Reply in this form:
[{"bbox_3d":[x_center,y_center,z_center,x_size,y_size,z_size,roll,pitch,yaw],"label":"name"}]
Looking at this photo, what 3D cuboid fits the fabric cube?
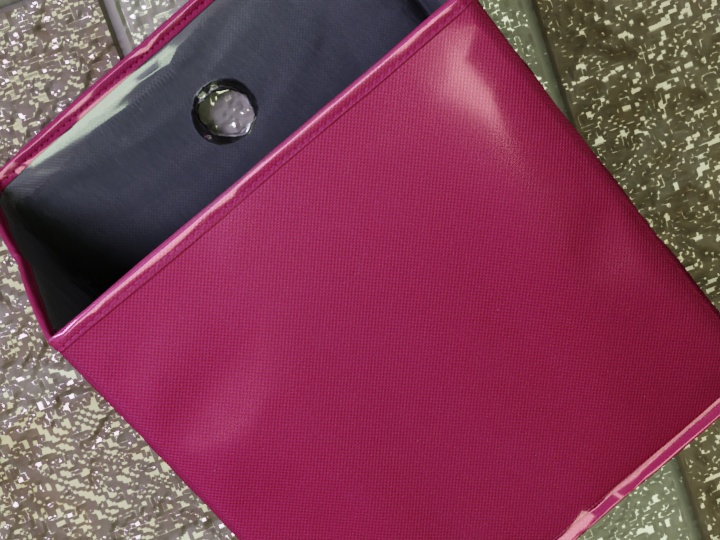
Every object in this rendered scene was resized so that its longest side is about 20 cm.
[{"bbox_3d":[0.000,0.000,1.135,0.196,0.200,0.199,-41,114,2],"label":"fabric cube"}]
